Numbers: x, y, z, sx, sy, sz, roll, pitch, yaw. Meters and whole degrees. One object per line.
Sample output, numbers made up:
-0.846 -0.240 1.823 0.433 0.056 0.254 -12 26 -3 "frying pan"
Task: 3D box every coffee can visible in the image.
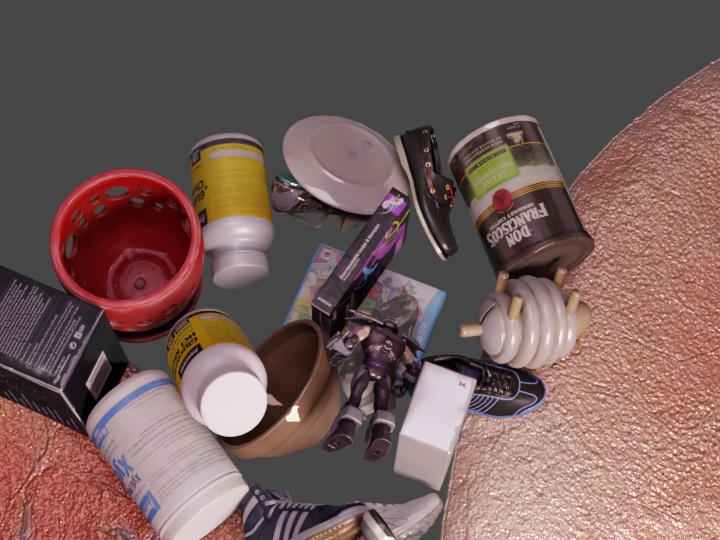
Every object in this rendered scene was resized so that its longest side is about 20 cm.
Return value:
0.224 -0.094 1.632 0.144 0.147 0.202 -18 68 -8 "coffee can"

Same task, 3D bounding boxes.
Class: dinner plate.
-0.016 -0.161 1.672 0.197 0.024 0.202 16 43 -15 "dinner plate"

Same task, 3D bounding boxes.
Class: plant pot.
-0.092 0.172 1.526 0.093 0.200 0.202 40 68 -27 "plant pot"
-0.304 -0.010 1.571 0.197 0.183 0.203 0 67 0 "plant pot"

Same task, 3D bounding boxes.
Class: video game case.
0.006 0.059 1.635 0.197 0.018 0.145 21 69 8 "video game case"

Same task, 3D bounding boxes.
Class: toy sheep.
0.224 0.068 1.570 0.197 0.138 0.140 -1 67 -16 "toy sheep"

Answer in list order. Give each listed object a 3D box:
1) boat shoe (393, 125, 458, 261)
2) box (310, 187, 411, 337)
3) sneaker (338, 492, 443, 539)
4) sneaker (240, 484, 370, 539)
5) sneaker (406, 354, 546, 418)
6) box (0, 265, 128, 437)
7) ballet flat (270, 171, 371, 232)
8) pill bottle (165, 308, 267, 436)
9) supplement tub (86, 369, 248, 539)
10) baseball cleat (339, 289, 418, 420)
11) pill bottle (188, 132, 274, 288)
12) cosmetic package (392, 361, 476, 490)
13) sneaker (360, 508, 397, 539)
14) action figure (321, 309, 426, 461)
0.105 -0.114 1.669 0.062 0.074 0.204 -20 71 12 "boat shoe"
0.000 0.000 1.573 0.036 0.143 0.201 33 72 11 "box"
0.014 0.331 1.498 0.198 0.075 0.088 -24 65 -11 "sneaker"
-0.076 0.308 1.466 0.199 0.070 0.110 -33 54 26 "sneaker"
0.160 0.154 1.560 0.197 0.078 0.071 4 70 -6 "sneaker"
-0.428 0.101 1.516 0.194 0.201 0.125 21 67 7 "box"
-0.039 -0.092 1.668 0.197 0.072 0.073 9 66 -21 "ballet flat"
-0.183 0.132 1.491 0.111 0.200 0.114 -6 109 -17 "pill bottle"
-0.251 0.242 1.498 0.131 0.132 0.201 -35 71 -14 "supplement tub"
0.030 0.120 1.570 0.069 0.108 0.200 3 36 32 "baseball cleat"
-0.180 -0.083 1.641 0.110 0.112 0.203 -8 67 -4 "pill bottle"
0.092 0.202 1.480 0.070 0.201 0.103 20 67 7 "cosmetic package"
0.007 0.385 1.419 0.120 0.202 0.084 -31 39 -10 "sneaker"
0.013 0.133 1.439 0.129 0.070 0.202 22 54 -7 "action figure"
